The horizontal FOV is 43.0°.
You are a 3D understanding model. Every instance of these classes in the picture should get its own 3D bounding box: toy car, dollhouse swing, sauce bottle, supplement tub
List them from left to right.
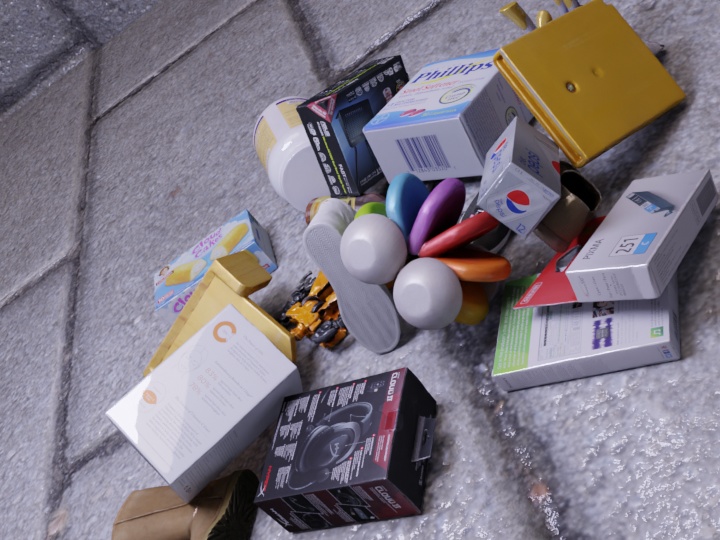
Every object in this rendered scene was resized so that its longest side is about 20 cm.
[{"bbox_3d":[-0.172,0.108,1.295,0.200,0.176,0.182,-56,-5,12],"label":"dollhouse swing"},{"bbox_3d":[-0.091,-0.191,1.511,0.145,0.145,0.200,-37,34,5],"label":"supplement tub"},{"bbox_3d":[0.000,-0.086,1.367,0.200,0.066,0.066,-2,48,48],"label":"sauce bottle"},{"bbox_3d":[0.088,-0.035,1.077,0.175,0.200,0.150,-22,-33,-57],"label":"toy car"}]

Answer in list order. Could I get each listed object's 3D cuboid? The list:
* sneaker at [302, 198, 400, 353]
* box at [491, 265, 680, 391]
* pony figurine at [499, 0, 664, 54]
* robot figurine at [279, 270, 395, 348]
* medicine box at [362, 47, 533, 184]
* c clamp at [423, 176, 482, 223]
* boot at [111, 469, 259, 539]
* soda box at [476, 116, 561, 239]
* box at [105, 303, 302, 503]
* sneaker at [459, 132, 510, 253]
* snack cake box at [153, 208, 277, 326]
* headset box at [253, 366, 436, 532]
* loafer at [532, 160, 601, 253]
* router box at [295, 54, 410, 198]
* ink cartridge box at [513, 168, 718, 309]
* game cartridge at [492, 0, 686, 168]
[{"bbox_3d":[0.000,0.000,1.178,0.074,0.200,0.116,-20,23,18],"label":"sneaker"},{"bbox_3d":[0.246,0.051,1.005,0.200,0.036,0.144,-15,40,31],"label":"box"},{"bbox_3d":[0.296,-0.307,1.263,0.193,0.200,0.166,-41,23,-31],"label":"pony figurine"},{"bbox_3d":[-0.021,0.027,1.269,0.200,0.058,0.145,-47,34,-12],"label":"robot figurine"},{"bbox_3d":[0.138,-0.227,1.342,0.182,0.103,0.200,-1,39,43],"label":"medicine box"},{"bbox_3d":[0.137,-0.124,1.317,0.200,0.027,0.171,9,58,48],"label":"c clamp"},{"bbox_3d":[-0.228,0.330,1.121,0.200,0.066,0.175,-18,27,28],"label":"boot"},{"bbox_3d":[0.183,-0.111,1.043,0.063,0.068,0.200,-54,4,25],"label":"soda box"},{"bbox_3d":[-0.186,0.162,1.117,0.124,0.098,0.200,41,71,20],"label":"box"},{"bbox_3d":[0.174,-0.104,1.182,0.071,0.099,0.200,24,65,24],"label":"sneaker"},{"bbox_3d":[-0.242,0.001,1.506,0.200,0.067,0.115,-35,35,8],"label":"snack cake box"},{"bbox_3d":[-0.007,0.203,1.036,0.200,0.077,0.149,-17,40,29],"label":"headset box"},{"bbox_3d":[0.249,-0.085,1.082,0.067,0.076,0.200,-44,9,29],"label":"loafer"},{"bbox_3d":[0.009,-0.220,1.389,0.062,0.150,0.200,0,31,44],"label":"router box"},{"bbox_3d":[0.275,-0.034,1.004,0.176,0.045,0.200,-8,27,44],"label":"ink cartridge box"},{"bbox_3d":[0.288,-0.240,1.144,0.200,0.176,0.032,-31,-10,-28],"label":"game cartridge"}]
